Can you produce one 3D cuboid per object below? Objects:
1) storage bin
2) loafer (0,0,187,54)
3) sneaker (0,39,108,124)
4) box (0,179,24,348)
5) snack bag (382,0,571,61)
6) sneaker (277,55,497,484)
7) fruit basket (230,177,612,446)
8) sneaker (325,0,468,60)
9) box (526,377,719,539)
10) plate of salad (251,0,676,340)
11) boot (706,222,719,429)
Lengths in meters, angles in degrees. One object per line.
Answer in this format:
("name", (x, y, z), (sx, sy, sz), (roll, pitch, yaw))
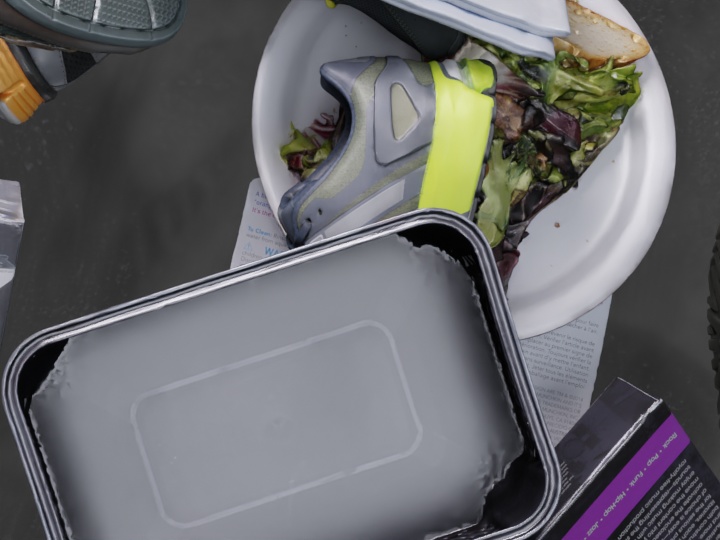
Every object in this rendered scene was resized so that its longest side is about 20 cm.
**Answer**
("storage bin", (-0.032, 0.064, 1.115), (0.199, 0.094, 0.136), (-18, 90, -4))
("loafer", (-0.169, -0.137, 1.157), (0.199, 0.063, 0.072), (20, 63, -29))
("sneaker", (-0.168, -0.167, 1.214), (0.077, 0.078, 0.201), (-28, 110, -10))
("box", (-0.238, 0.049, 1.194), (0.157, 0.050, 0.201), (9, 112, -13))
("snack bag", (-0.005, -0.186, 1.203), (0.199, 0.189, 0.021), (19, 131, -18))
("sneaker", (0.000, 0.000, 1.197), (0.081, 0.074, 0.201), (12, 87, -7))
("fruit basket", (0.011, 0.077, 1.278), (0.185, 0.094, 0.201), (15, 76, -14))
("sneaker", (-0.041, -0.150, 1.243), (0.200, 0.074, 0.085), (38, 96, 5))
("box", (0.122, 0.161, 1.273), (0.143, 0.036, 0.200), (-47, 130, -11))
("plate of salad", (0.050, -0.066, 1.261), (0.199, 0.048, 0.201), (3, 76, -11))
("boot", (0.268, 0.049, 1.330), (0.199, 0.073, 0.183), (4, 79, -18))
